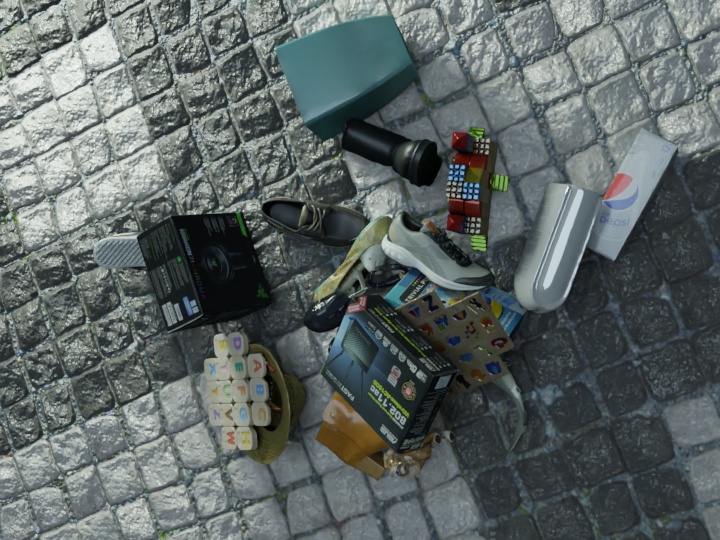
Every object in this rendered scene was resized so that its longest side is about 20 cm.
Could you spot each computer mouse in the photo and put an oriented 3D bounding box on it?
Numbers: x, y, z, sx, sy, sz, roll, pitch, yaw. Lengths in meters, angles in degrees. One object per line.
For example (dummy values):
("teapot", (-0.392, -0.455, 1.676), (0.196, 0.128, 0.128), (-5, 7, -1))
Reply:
("computer mouse", (-0.007, 0.048, 1.680), (0.199, 0.034, 0.059), (-31, 115, 13))

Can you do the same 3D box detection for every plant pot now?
("plant pot", (-0.014, -0.333, 1.694), (0.198, 0.141, 0.143), (-24, 82, 8))

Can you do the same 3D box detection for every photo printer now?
("photo printer", (0.297, -0.033, 1.570), (0.069, 0.166, 0.202), (19, 95, -3))

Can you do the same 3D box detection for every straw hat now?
("straw hat", (-0.141, 0.223, 1.740), (0.200, 0.084, 0.204), (6, 97, 50))

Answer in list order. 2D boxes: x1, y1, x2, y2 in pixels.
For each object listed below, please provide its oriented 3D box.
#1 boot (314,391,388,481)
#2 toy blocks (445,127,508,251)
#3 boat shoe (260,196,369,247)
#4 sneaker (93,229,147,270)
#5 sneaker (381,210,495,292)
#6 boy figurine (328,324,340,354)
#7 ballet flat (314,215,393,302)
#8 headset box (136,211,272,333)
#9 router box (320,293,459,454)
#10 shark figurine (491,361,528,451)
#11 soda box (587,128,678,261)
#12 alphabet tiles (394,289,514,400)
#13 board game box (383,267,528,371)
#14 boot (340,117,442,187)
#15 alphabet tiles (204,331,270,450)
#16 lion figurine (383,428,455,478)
("boot", (0.018, 0.241, 1.696), (0.143, 0.071, 0.202), (35, 108, 5))
("toy blocks", (0.175, -0.136, 1.624), (0.099, 0.137, 0.203), (6, 91, 18))
("boat shoe", (-0.083, -0.082, 1.740), (0.198, 0.073, 0.075), (9, 92, 18))
("sneaker", (-0.376, -0.035, 1.839), (0.197, 0.079, 0.079), (5, 97, -7))
("sneaker", (0.126, -0.028, 1.628), (0.199, 0.074, 0.080), (28, 116, 19))
("boy figurine", (0.045, 0.152, 1.680), (0.198, 0.065, 0.125), (15, 52, 25))
("ballet flat", (0.000, 0.000, 1.712), (0.071, 0.071, 0.200), (44, 106, 14))
("headset box", (-0.258, -0.001, 1.736), (0.092, 0.199, 0.176), (-24, 81, 32))
("router box", (0.039, 0.153, 1.542), (0.200, 0.062, 0.151), (42, 123, 34))
("shark figurine", (0.201, 0.177, 1.656), (0.215, 0.128, 0.089), (47, 128, -4))
("soda box", (0.417, -0.115, 1.582), (0.063, 0.068, 0.202), (30, 99, 16))
("alphabet tiles", (0.132, 0.110, 1.555), (0.199, 0.008, 0.168), (-29, 98, 37))
("board game box", (0.152, 0.064, 1.619), (0.198, 0.151, 0.047), (24, 125, 16))
("boot", (0.044, -0.198, 1.643), (0.161, 0.198, 0.074), (27, 94, 10))
("alphabet tiles", (-0.217, 0.208, 1.755), (0.195, 0.014, 0.203), (-9, 85, 51))
("lion figurine", (0.074, 0.227, 1.608), (0.122, 0.072, 0.203), (-14, 86, 42))
